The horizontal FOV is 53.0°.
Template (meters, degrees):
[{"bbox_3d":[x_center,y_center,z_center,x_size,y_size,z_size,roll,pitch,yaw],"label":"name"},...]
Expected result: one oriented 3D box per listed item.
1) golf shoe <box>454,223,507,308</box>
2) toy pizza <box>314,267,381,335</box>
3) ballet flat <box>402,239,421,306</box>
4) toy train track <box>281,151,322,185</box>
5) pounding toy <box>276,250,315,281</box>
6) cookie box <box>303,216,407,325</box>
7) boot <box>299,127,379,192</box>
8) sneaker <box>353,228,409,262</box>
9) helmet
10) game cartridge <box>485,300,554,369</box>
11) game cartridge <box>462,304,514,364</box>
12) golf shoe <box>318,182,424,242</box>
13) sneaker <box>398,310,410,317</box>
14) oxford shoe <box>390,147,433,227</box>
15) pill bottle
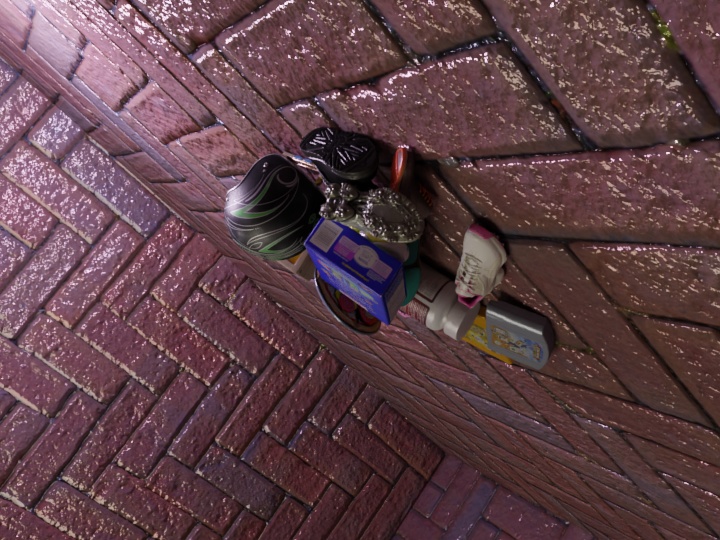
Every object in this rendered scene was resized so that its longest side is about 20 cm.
[{"bbox_3d":[0.196,-0.002,1.206,0.075,0.092,0.201,32,164,26],"label":"golf shoe"},{"bbox_3d":[-0.021,0.052,1.586,0.199,0.032,0.202,37,-151,-24],"label":"toy pizza"},{"bbox_3d":[0.083,-0.022,1.397,0.068,0.067,0.202,-117,24,-44],"label":"ballet flat"},{"bbox_3d":[-0.098,-0.199,1.444,0.199,0.033,0.115,27,162,44],"label":"toy train track"},{"bbox_3d":[-0.128,-0.093,1.607,0.198,0.186,0.142,33,178,18],"label":"pounding toy"},{"bbox_3d":[-0.003,0.001,1.303,0.170,0.076,0.200,34,168,15],"label":"cookie box"},{"bbox_3d":[-0.008,-0.157,1.240,0.211,0.079,0.159,38,165,53],"label":"boot"},{"bbox_3d":[0.032,-0.086,1.312,0.199,0.106,0.076,26,166,45],"label":"sneaker"},{"bbox_3d":[-0.177,-0.116,1.472,0.199,0.191,0.200,41,173,6],"label":"helmet"},{"bbox_3d":[0.311,0.130,1.409,0.132,0.042,0.201,26,160,23],"label":"game cartridge"},{"bbox_3d":[0.247,0.118,1.592,0.175,0.033,0.200,27,164,39],"label":"game cartridge"},{"bbox_3d":[0.032,-0.088,1.148,0.198,0.080,0.097,23,-179,37],"label":"golf shoe"},{"bbox_3d":[0.095,0.049,1.700,0.096,0.079,0.199,59,158,-16],"label":"sneaker"},{"bbox_3d":[0.084,-0.130,1.174,0.071,0.072,0.201,2,154,3],"label":"oxford shoe"},{"bbox_3d":[0.141,0.053,1.487,0.198,0.110,0.110,32,166,23],"label":"pill bottle"}]
